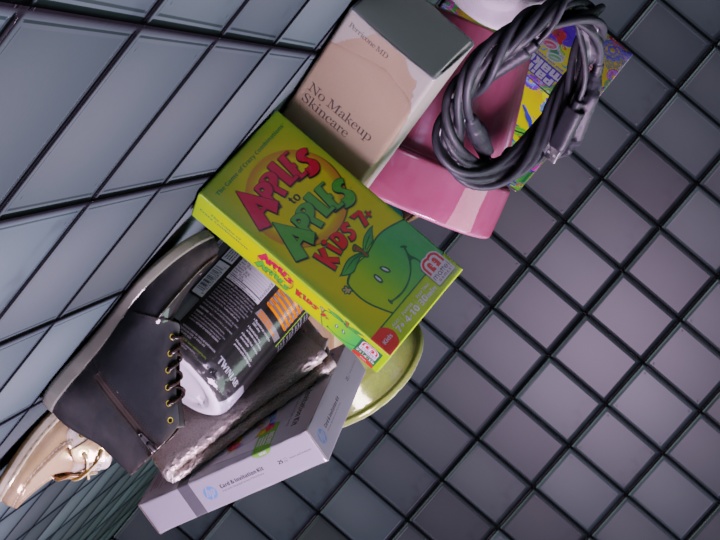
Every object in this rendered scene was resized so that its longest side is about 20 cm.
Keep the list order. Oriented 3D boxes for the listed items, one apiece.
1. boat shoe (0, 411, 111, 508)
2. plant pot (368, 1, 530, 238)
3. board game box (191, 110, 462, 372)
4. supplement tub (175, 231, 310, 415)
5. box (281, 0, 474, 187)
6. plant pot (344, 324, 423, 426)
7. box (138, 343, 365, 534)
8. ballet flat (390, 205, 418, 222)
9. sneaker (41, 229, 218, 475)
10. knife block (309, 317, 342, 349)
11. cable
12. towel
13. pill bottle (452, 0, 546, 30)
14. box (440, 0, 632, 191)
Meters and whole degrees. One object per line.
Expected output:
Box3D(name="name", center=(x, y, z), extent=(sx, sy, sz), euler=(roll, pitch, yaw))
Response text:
Box3D(name="boat shoe", center=(-0.252, 0.153, 1.471), extent=(0.200, 0.069, 0.074), euler=(-48, 177, -43))
Box3D(name="plant pot", center=(0.068, -0.151, 1.520), extent=(0.200, 0.199, 0.180), euler=(-39, 153, -79))
Box3D(name="board game box", center=(-0.027, -0.024, 1.312), extent=(0.102, 0.200, 0.048), euler=(-49, 178, -23))
Box3D(name="supplement tub", center=(-0.111, 0.024, 1.490), extent=(0.200, 0.122, 0.123), euler=(-49, 178, -23))
Box3D(name="box", center=(-0.002, -0.138, 1.348), extent=(0.078, 0.095, 0.200), euler=(-47, 175, -47))
Box3D(name="plant pot", center=(-0.054, 0.056, 1.919), extent=(0.200, 0.185, 0.201), euler=(-24, -147, 16))
Box3D(name="box", center=(-0.101, 0.158, 1.532), extent=(0.199, 0.041, 0.156), euler=(-25, -161, 25))
Box3D(name="ballet flat", center=(0.023, -0.066, 1.743), extent=(0.200, 0.068, 0.072), euler=(-26, 163, -46))
Box3D(name="sneaker", center=(-0.163, 0.068, 1.354), extent=(0.200, 0.106, 0.075), euler=(-50, 178, 1))
Box3D(name="knife block", center=(0.000, 0.000, 1.731), extent=(0.176, 0.064, 0.201), euler=(-43, 149, -35))
Box3D(name="cable", center=(0.140, -0.161, 1.397), extent=(0.162, 0.051, 0.201), euler=(-10, 136, -28))
Box3D(name="towel", center=(-0.124, 0.109, 1.534), extent=(0.200, 0.035, 0.133), euler=(-37, -149, -6))
Box3D(name="pill bottle", center=(0.162, -0.313, 1.419), extent=(0.200, 0.114, 0.114), euler=(-49, 178, -25))
Box3D(name="box", center=(0.171, -0.230, 1.869), extent=(0.122, 0.200, 0.193), euler=(-49, 178, -27))
